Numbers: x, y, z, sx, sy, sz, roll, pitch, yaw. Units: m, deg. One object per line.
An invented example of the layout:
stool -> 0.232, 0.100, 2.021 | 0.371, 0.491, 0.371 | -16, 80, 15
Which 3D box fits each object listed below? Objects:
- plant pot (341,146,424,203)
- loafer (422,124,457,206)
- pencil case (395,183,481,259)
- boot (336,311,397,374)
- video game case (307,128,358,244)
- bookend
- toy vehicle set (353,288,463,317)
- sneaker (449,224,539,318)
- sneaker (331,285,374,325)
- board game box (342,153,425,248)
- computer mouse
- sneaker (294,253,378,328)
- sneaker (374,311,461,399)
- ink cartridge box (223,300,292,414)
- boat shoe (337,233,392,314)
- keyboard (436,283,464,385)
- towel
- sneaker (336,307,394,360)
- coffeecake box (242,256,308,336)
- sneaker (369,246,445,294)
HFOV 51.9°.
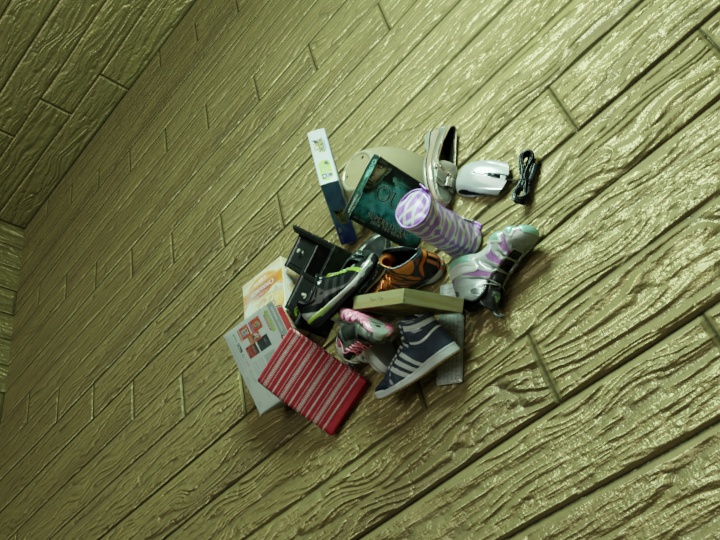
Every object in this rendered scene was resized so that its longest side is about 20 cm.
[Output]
plant pot -> 0.038, -0.190, 1.607 | 0.200, 0.134, 0.201 | -27, 50, 38
loafer -> 0.170, -0.220, 1.525 | 0.063, 0.072, 0.200 | -25, 49, 35
pencil case -> 0.151, -0.084, 1.372 | 0.086, 0.200, 0.084 | -52, 50, 13
boot -> 0.009, 0.168, 1.504 | 0.096, 0.073, 0.200 | -58, 30, 19
video game case -> -0.063, -0.189, 1.681 | 0.045, 0.200, 0.181 | -16, 49, 2
bookend -> -0.117, 0.020, 1.703 | 0.200, 0.092, 0.199 | 29, 93, 53
toy vehicle set -> 0.084, 0.063, 1.379 | 0.200, 0.124, 0.027 | -13, 69, 63
sneaker -> 0.245, 0.016, 1.307 | 0.200, 0.078, 0.140 | -39, 45, 43
sneaker -> -0.017, 0.021, 1.594 | 0.075, 0.076, 0.200 | 16, 80, 63
board game box -> 0.068, -0.132, 1.486 | 0.028, 0.200, 0.135 | 27, 92, 48
computer mouse -> 0.250, -0.178, 1.428 | 0.200, 0.044, 0.110 | 5, 75, 50
sneaker -> -0.052, 0.027, 1.463 | 0.083, 0.072, 0.200 | 45, 93, 6
sneaker -> 0.083, 0.153, 1.369 | 0.200, 0.070, 0.109 | -39, 78, 30
ink cartridge box -> -0.183, 0.186, 1.631 | 0.176, 0.084, 0.200 | -35, 75, 31
boat shoe -> -0.002, -0.001, 1.535 | 0.074, 0.066, 0.199 | 36, 84, 20
keyboard -> 0.170, 0.115, 1.384 | 0.056, 0.011, 0.200 | -19, 56, 43
towel -> -0.098, 0.229, 1.521 | 0.200, 0.022, 0.145 | 34, 100, 9
sneaker -> 0.001, 0.129, 1.398 | 0.096, 0.079, 0.200 | -69, 16, -3
coffeecake box -> -0.207, 0.094, 1.783 | 0.153, 0.073, 0.200 | -36, 47, 30
sneaker -> 0.063, 0.008, 1.485 | 0.200, 0.112, 0.078 | -37, 45, 32
